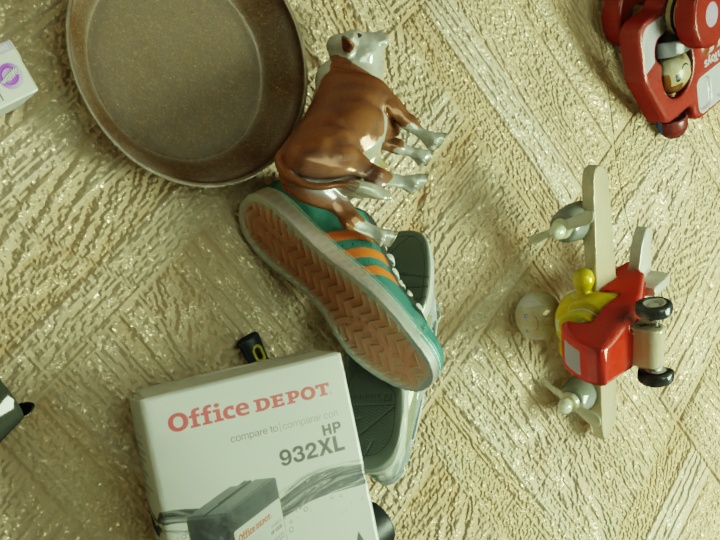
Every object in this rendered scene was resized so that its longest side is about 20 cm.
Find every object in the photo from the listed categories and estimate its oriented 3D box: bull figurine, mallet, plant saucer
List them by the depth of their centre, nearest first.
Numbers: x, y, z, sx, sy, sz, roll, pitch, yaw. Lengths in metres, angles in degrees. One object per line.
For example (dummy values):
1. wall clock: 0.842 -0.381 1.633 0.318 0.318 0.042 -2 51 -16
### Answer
1. plant saucer: -0.131 -0.159 0.804 0.198 0.036 0.204 7 78 -35
2. mallet: -0.048 0.146 0.819 0.066 0.041 0.201 -38 100 -32
3. bull figurine: 0.001 -0.109 0.832 0.120 0.065 0.201 30 46 -4

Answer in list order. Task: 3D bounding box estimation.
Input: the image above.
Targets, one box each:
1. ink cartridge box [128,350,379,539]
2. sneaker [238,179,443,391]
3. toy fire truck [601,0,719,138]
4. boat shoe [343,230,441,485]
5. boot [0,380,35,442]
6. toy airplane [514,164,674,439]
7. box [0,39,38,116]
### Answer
1. ink cartridge box: -0.069 0.168 0.744 0.143 0.084 0.203 -11 89 -17
2. sneaker: 0.000 0.000 0.818 0.200 0.072 0.080 46 48 11
3. toy fire truck: 0.344 -0.235 1.129 0.199 0.111 0.170 -38 123 -33
4. boat shoe: 0.025 0.067 0.861 0.065 0.073 0.205 51 40 -58
5. boot: -0.300 0.069 0.629 0.139 0.077 0.201 -55 127 -33
6. toy airplane: 0.212 0.033 0.978 0.199 0.139 0.203 57 35 -61
7. box: -0.297 -0.083 0.668 0.199 0.041 0.039 -37 104 -33
